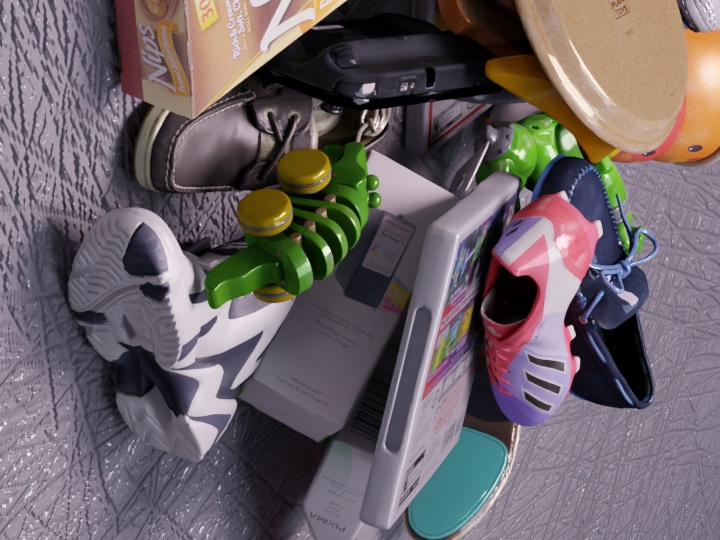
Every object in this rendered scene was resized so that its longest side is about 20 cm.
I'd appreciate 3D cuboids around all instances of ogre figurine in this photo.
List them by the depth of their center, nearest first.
[{"bbox_3d":[0.130,-0.050,1.639,0.199,0.098,0.121,-12,100,-33],"label":"ogre figurine"}]

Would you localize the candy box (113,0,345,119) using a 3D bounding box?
[{"bbox_3d":[-0.055,-0.183,1.326,0.200,0.055,0.116,-43,143,-41],"label":"candy box"}]

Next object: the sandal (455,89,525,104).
[{"bbox_3d":[0.111,-0.138,1.605,0.200,0.076,0.043,-12,117,-59],"label":"sandal"}]

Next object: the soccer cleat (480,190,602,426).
[{"bbox_3d":[0.099,0.034,1.510,0.076,0.067,0.201,-32,151,-30],"label":"soccer cleat"}]

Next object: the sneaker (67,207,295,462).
[{"bbox_3d":[-0.092,0.004,1.379,0.130,0.079,0.200,-57,148,-31],"label":"sneaker"}]

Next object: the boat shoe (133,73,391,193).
[{"bbox_3d":[-0.051,-0.082,1.398,0.201,0.066,0.072,-22,128,-55],"label":"boat shoe"}]

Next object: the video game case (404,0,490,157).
[{"bbox_3d":[0.078,-0.191,1.608,0.143,0.017,0.201,-39,142,-44],"label":"video game case"}]

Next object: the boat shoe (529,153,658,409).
[{"bbox_3d":[0.161,0.007,1.575,0.084,0.068,0.201,-49,140,-26],"label":"boat shoe"}]

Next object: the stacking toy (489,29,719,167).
[{"bbox_3d":[0.169,-0.124,1.748,0.199,0.146,0.147,-20,130,-32],"label":"stacking toy"}]

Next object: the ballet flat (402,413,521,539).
[{"bbox_3d":[0.093,0.122,1.827,0.201,0.069,0.069,-62,153,-11],"label":"ballet flat"}]

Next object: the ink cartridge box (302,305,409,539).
[{"bbox_3d":[-0.002,0.117,1.617,0.200,0.050,0.161,-61,-176,48],"label":"ink cartridge box"}]

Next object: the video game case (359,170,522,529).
[{"bbox_3d":[0.050,0.043,1.465,0.200,0.023,0.183,-37,142,-72],"label":"video game case"}]

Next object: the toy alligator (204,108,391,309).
[{"bbox_3d":[-0.015,-0.037,1.356,0.200,0.054,0.060,-48,143,-41],"label":"toy alligator"}]

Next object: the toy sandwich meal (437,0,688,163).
[{"bbox_3d":[0.124,-0.156,1.480,0.205,0.070,0.206,30,50,-43],"label":"toy sandwich meal"}]

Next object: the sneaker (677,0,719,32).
[{"bbox_3d":[0.186,-0.251,1.706,0.075,0.114,0.201,39,41,-64],"label":"sneaker"}]

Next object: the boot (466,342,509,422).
[{"bbox_3d":[0.073,0.007,1.723,0.097,0.074,0.201,-78,155,-45],"label":"boot"}]

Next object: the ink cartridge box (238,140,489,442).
[{"bbox_3d":[0.000,0.000,1.507,0.201,0.067,0.117,-62,-177,-12],"label":"ink cartridge box"}]

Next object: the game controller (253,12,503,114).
[{"bbox_3d":[0.006,-0.123,1.429,0.200,0.104,0.042,-13,113,-58],"label":"game controller"}]
